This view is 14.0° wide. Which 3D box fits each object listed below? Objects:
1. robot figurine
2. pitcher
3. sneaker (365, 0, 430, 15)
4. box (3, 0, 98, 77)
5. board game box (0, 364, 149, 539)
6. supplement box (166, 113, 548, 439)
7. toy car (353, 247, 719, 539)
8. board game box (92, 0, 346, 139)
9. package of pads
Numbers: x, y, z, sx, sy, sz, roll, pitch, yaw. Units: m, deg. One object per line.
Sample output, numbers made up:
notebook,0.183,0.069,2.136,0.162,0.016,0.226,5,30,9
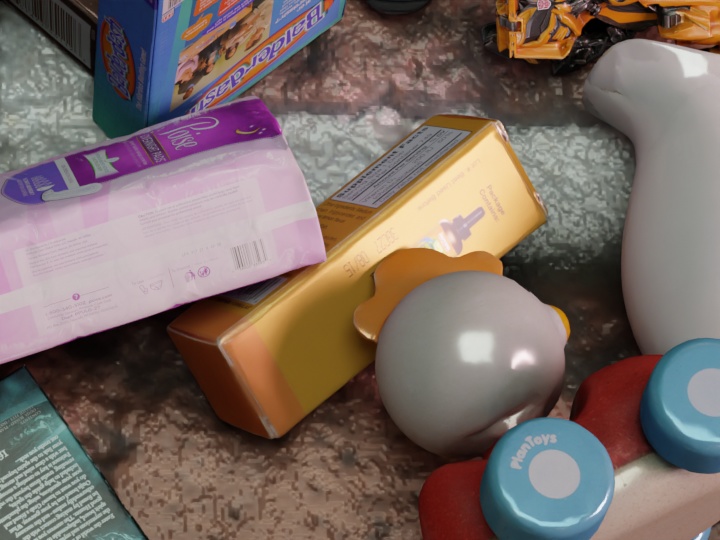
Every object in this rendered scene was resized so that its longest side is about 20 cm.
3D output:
robot figurine,0.153,-0.164,1.581,0.200,0.145,0.058,-5,40,0
pitcher,0.217,-0.026,1.553,0.171,0.121,0.200,-6,57,-7
sneaker,0.044,-0.239,1.648,0.074,0.088,0.200,8,89,23
box,-0.105,-0.204,1.613,0.100,0.075,0.200,40,70,11
board game box,-0.214,0.154,1.470,0.200,0.028,0.135,-32,75,-19
supplement box,0.000,0.000,1.532,0.200,0.069,0.067,-37,113,-19
toy car,0.084,0.059,1.465,0.177,0.184,0.200,-25,69,-16
board game box,-0.067,-0.151,1.525,0.152,0.200,0.045,-38,75,-21
package of pads,-0.125,-0.020,1.492,0.200,0.121,0.076,-17,110,-7
